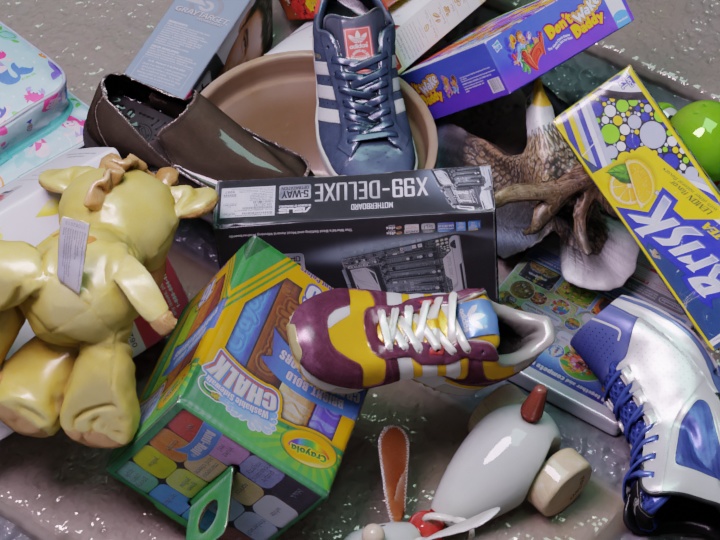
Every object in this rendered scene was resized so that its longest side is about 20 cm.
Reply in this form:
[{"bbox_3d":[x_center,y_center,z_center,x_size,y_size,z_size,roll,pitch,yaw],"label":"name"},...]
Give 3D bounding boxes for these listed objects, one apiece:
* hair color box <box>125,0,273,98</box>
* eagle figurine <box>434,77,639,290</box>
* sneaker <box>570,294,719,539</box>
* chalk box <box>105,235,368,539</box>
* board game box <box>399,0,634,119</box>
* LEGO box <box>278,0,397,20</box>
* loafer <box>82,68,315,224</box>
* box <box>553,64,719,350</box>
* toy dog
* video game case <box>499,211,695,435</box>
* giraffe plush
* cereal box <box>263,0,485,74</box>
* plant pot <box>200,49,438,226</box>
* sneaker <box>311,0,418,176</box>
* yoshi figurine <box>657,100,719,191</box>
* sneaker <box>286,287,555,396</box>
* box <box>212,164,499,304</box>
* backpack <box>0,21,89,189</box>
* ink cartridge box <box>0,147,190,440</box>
[{"bbox_3d":[-0.136,-0.158,1.661,0.060,0.099,0.201,17,50,13],"label":"hair color box"},{"bbox_3d":[0.140,-0.079,1.588,0.151,0.200,0.152,22,89,-19],"label":"eagle figurine"},{"bbox_3d":[0.213,0.117,1.432,0.115,0.081,0.199,-36,71,-28],"label":"sneaker"},{"bbox_3d":[-0.083,0.104,1.388,0.124,0.125,0.201,35,48,-13],"label":"chalk box"},{"bbox_3d":[0.108,-0.172,1.632,0.134,0.200,0.045,-31,98,-26],"label":"board game box"},{"bbox_3d":[0.030,-0.296,1.725,0.200,0.077,0.149,-37,23,-23],"label":"LEGO box"},{"bbox_3d":[-0.121,-0.090,1.499,0.199,0.072,0.073,20,53,16],"label":"loafer"},{"bbox_3d":[0.222,-0.044,1.451,0.070,0.064,0.201,-35,85,9],"label":"box"},{"bbox_3d":[0.076,0.143,1.404,0.131,0.097,0.200,24,52,18],"label":"toy dog"},{"bbox_3d":[0.184,0.026,1.566,0.143,0.018,0.200,28,53,20],"label":"video game case"},{"bbox_3d":[-0.183,-0.004,1.366,0.172,0.200,0.162,31,38,-4],"label":"giraffe plush"},{"bbox_3d":[0.032,-0.221,1.719,0.143,0.040,0.200,2,36,48],"label":"cereal box"},{"bbox_3d":[-0.040,-0.071,1.591,0.199,0.093,0.202,0,49,0],"label":"plant pot"},{"bbox_3d":[-0.001,-0.145,1.535,0.074,0.085,0.201,-8,56,-10],"label":"sneaker"},{"bbox_3d":[0.284,-0.050,1.517,0.200,0.112,0.112,47,30,1],"label":"yoshi figurine"},{"bbox_3d":[0.042,0.040,1.372,0.199,0.090,0.075,3,68,-44],"label":"sneaker"},{"bbox_3d":[0.000,0.000,1.475,0.199,0.158,0.050,-3,47,2],"label":"box"},{"bbox_3d":[-0.318,-0.111,1.589,0.177,0.151,0.200,-34,53,-27],"label":"backpack"},{"bbox_3d":[-0.241,0.020,1.460,0.199,0.146,0.083,-32,18,-26],"label":"ink cartridge box"}]
